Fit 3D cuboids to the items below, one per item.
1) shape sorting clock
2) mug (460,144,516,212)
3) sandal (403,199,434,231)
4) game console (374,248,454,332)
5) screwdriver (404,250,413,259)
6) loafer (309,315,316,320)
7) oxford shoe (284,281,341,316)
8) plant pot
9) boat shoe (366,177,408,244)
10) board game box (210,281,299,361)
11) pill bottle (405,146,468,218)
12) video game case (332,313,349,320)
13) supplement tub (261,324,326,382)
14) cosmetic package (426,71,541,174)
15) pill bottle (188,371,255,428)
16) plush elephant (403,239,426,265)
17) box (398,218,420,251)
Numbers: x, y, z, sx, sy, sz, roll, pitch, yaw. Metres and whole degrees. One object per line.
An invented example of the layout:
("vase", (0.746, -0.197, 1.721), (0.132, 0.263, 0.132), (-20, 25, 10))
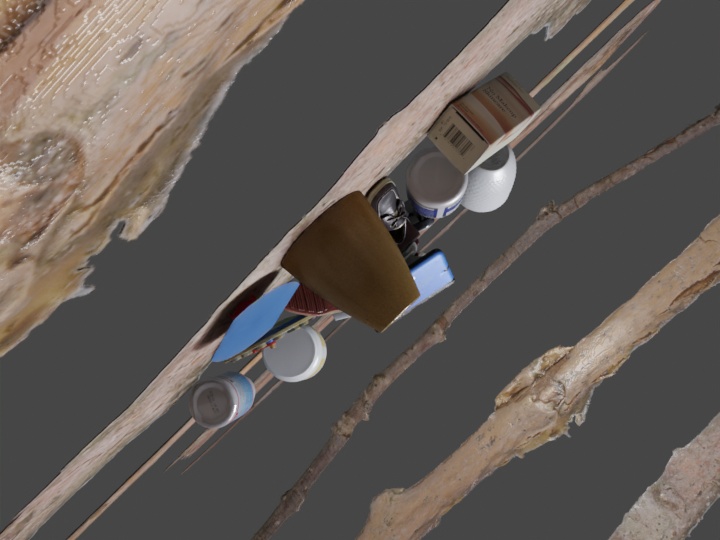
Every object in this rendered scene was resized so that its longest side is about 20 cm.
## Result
("shape sorting clock", (-0.184, 0.139, 1.415), (0.200, 0.039, 0.200), (-26, -177, 2))
("mug", (0.276, -0.235, 1.681), (0.200, 0.148, 0.175), (-13, 162, -2))
("sandal", (0.112, -0.128, 1.549), (0.076, 0.043, 0.200), (-28, -159, 6))
("game console", (0.083, 0.026, 1.475), (0.200, 0.118, 0.171), (-34, 140, -2))
("screwdriver", (0.083, -0.017, 1.504), (0.200, 0.028, 0.029), (-43, 154, -57))
("loafer", (-0.088, 0.061, 1.633), (0.072, 0.063, 0.200), (-46, 173, 33))
("oxford shoe", (-0.094, 0.066, 1.408), (0.200, 0.071, 0.075), (5, 159, -40))
("plant pot", (0.001, 0.002, 1.188), (0.186, 0.200, 0.186), (-43, 175, -5))
("boat shoe", (0.058, -0.107, 1.317), (0.072, 0.065, 0.200), (-42, 161, -11))
("board game box", (-0.195, 0.078, 1.218), (0.158, 0.039, 0.200), (-29, 160, -47))
("pill bottle", (0.147, -0.164, 1.370), (0.116, 0.116, 0.200), (-43, 174, -1))
("video game case", (0.045, 0.055, 1.677), (0.182, 0.024, 0.200), (-16, -167, 21))
("supplement tub", (-0.161, 0.197, 1.704), (0.145, 0.145, 0.200), (-43, 173, -4))
("cosmetic package", (0.222, -0.265, 1.245), (0.200, 0.103, 0.087), (-39, 174, -42))
("pill bottle", (-0.302, 0.285, 1.571), (0.109, 0.109, 0.200), (-44, 173, 3))
("plush elephant", (0.111, -0.036, 1.832), (0.200, 0.165, 0.155), (-16, 163, 9))
("box", (0.018, -0.046, 1.428), (0.200, 0.100, 0.075), (-38, 173, -32))
